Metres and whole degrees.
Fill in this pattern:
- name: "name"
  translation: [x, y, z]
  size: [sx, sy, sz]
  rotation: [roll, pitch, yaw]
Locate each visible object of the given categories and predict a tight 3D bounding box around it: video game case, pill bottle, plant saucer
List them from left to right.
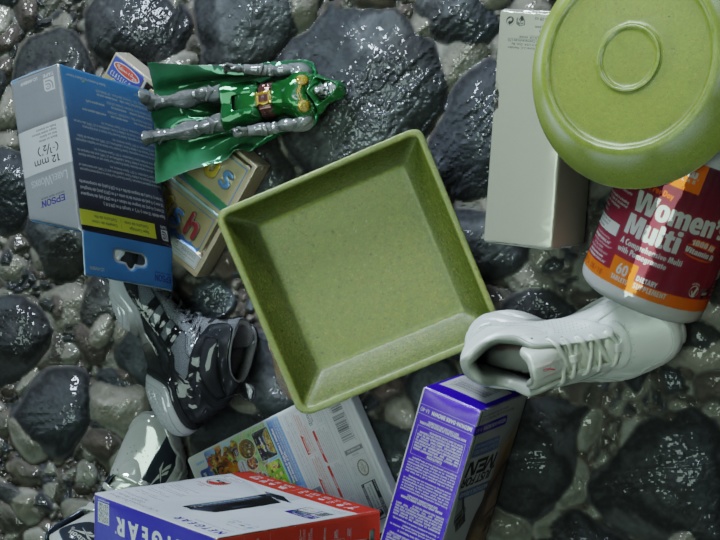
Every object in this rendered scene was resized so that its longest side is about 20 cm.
- name: "video game case"
  translation: [-0.062, 0.208, 1.840]
  size: [0.199, 0.018, 0.144]
  rotation: [-28, 82, 28]
- name: "plant saucer"
  translation: [0.000, 0.000, 1.726]
  size: [0.199, 0.048, 0.201]
  rotation: [-22, 96, 5]
- name: "plant saucer"
  translation: [0.219, -0.167, 1.536]
  size: [0.199, 0.031, 0.201]
  rotation: [-6, 79, 32]
- name: "pill bottle"
  translation: [0.265, -0.067, 1.582]
  size: [0.109, 0.109, 0.201]
  rotation: [26, 107, 24]

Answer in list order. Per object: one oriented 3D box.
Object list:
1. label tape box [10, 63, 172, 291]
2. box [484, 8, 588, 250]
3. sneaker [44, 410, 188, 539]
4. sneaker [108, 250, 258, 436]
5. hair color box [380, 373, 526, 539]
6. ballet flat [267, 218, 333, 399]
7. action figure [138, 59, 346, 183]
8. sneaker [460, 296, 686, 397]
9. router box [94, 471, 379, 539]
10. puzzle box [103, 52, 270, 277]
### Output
- name: "label tape box"
  translation: [-0.247, -0.079, 1.798]
  size: [0.066, 0.143, 0.201]
  rotation: [-14, 77, 28]
- name: "box"
  translation: [0.157, -0.122, 1.654]
  size: [0.068, 0.082, 0.201]
  rotation: [8, 97, 27]
- name: "sneaker"
  translation: [-0.243, 0.239, 1.880]
  size: [0.079, 0.129, 0.200]
  rotation: [27, 107, 23]
- name: "sneaker"
  translation: [-0.165, 0.050, 1.855]
  size: [0.113, 0.075, 0.201]
  rotation: [-24, 81, 21]
- name: "hair color box"
  translation: [0.077, 0.198, 1.710]
  size: [0.065, 0.109, 0.201]
  rotation: [23, 106, 24]
- name: "ballet flat"
  translation: [-0.056, 0.028, 1.791]
  size: [0.068, 0.067, 0.201]
  rotation: [24, 106, 34]
- name: "action figure"
  translation: [-0.108, -0.156, 1.803]
  size: [0.199, 0.055, 0.119]
  rotation: [-8, 84, 15]
- name: "sneaker"
  translation: [0.177, 0.074, 1.638]
  size: [0.199, 0.099, 0.078]
  rotation: [-10, 103, 20]
- name: "router box"
  translation: [-0.112, 0.230, 1.723]
  size: [0.199, 0.179, 0.049]
  rotation: [9, 100, 50]
- name: "puzzle box"
  translation: [-0.193, -0.104, 1.880]
  size: [0.200, 0.025, 0.133]
  rotation: [38, 110, 21]
